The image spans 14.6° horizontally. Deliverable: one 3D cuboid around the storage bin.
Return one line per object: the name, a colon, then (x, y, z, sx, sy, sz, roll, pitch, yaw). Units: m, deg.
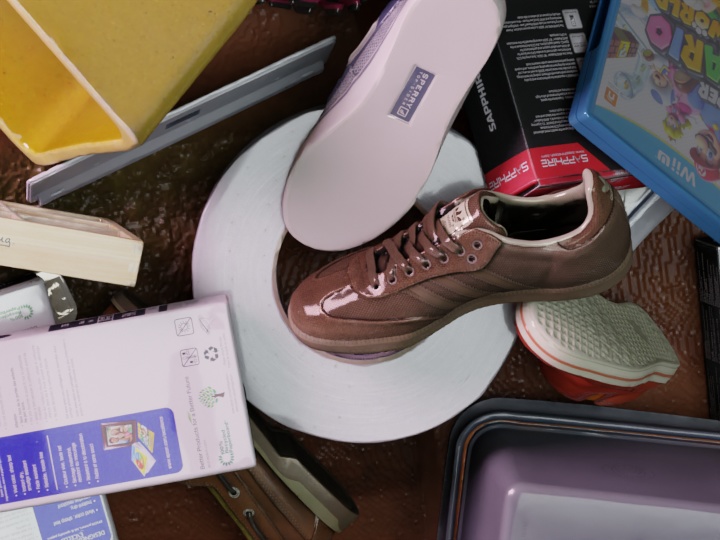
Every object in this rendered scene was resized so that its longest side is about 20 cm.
storage bin: (0.151, 0.168, 1.689, 0.199, 0.134, 0.146, 7, 100, -3)

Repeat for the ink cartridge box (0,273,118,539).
ink cartridge box: (-0.205, 0.110, 1.643, 0.095, 0.037, 0.200, -18, 98, -15)

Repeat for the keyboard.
keyboard: (-0.105, -0.089, 1.650, 0.200, 0.056, 0.011, -26, 79, -11)

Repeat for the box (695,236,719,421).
box: (0.316, 0.065, 1.788, 0.193, 0.048, 0.201, -9, 100, -11)

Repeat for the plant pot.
plant pot: (-0.148, -0.200, 1.561, 0.200, 0.195, 0.194, -46, 106, -17)

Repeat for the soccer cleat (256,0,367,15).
soccer cleat: (-0.013, -0.195, 1.593, 0.070, 0.200, 0.087, 5, 86, -24)

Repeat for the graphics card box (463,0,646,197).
graphics card box: (0.110, -0.141, 1.651, 0.125, 0.051, 0.200, -9, 78, -35)

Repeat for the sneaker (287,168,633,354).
sneaker: (0.051, -0.014, 1.579, 0.200, 0.071, 0.076, -14, 134, 1)

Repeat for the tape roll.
tape roll: (0.000, 0.000, 1.662, 0.200, 0.066, 0.201, 0, 95, -1)

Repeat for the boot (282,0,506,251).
boot: (0.024, -0.104, 1.593, 0.073, 0.090, 0.200, 30, 121, -12)

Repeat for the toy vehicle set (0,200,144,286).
toy vehicle set: (-0.230, -0.026, 1.587, 0.200, 0.124, 0.027, 9, 94, -16)

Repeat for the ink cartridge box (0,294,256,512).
ink cartridge box: (-0.165, 0.080, 1.603, 0.199, 0.039, 0.100, -9, 98, -4)

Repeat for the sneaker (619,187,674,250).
sneaker: (0.159, -0.063, 1.715, 0.071, 0.073, 0.200, 41, 86, -19)

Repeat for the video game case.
video game case: (0.197, -0.126, 1.665, 0.143, 0.018, 0.200, 36, 51, -25)

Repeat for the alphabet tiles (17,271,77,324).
alphabet tiles: (-0.241, 0.091, 1.656, 0.195, 0.015, 0.200, -26, 103, -11)

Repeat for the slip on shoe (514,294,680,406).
slip on shoe: (0.134, 0.050, 1.673, 0.061, 0.200, 0.074, -38, 72, 14)

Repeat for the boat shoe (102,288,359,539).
boat shoe: (-0.091, 0.100, 1.668, 0.068, 0.072, 0.200, -43, 98, 6)
